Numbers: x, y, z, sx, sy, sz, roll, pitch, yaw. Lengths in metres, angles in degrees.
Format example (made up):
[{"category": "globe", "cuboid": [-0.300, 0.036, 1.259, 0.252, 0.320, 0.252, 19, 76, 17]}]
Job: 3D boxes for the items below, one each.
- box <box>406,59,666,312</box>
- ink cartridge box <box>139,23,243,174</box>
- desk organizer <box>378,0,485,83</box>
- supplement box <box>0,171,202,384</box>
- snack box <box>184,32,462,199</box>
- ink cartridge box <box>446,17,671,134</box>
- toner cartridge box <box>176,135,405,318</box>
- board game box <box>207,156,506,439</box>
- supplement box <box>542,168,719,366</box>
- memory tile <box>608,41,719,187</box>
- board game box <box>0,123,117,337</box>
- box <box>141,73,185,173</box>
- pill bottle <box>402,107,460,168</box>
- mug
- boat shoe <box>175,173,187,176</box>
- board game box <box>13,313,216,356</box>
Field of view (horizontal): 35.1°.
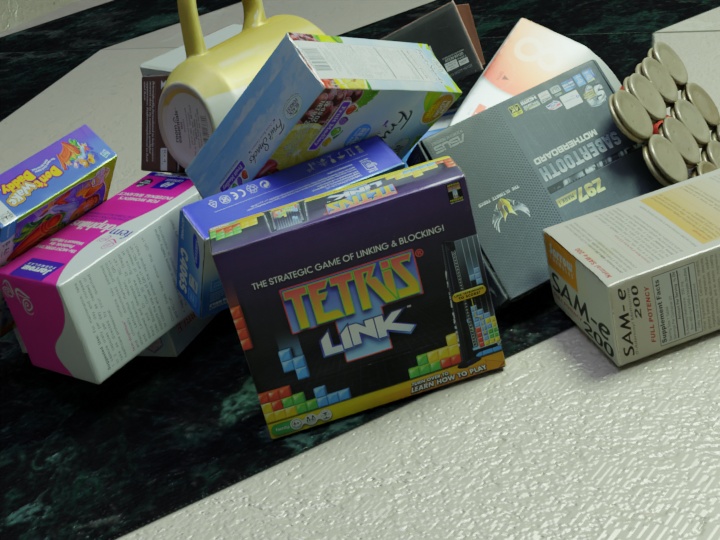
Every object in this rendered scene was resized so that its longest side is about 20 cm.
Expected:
[{"category": "box", "cuboid": [0.162, -0.077, 1.005, 0.198, 0.159, 0.051, -26, -9, -18]}, {"category": "ink cartridge box", "cuboid": [-0.153, -0.165, 1.328, 0.144, 0.202, 0.083, -32, 33, -34]}, {"category": "desk organizer", "cuboid": [0.031, -0.197, 1.160, 0.198, 0.072, 0.077, -24, 5, 22]}, {"category": "supplement box", "cuboid": [-0.211, 0.001, 1.032, 0.100, 0.105, 0.200, 8, 36, 38]}, {"category": "snack box", "cuboid": [-0.029, -0.123, 1.004, 0.199, 0.068, 0.169, -12, -28, -51]}, {"category": "ink cartridge box", "cuboid": [0.200, -0.136, 1.078, 0.198, 0.050, 0.163, 26, 62, 17]}, {"category": "toner cartridge box", "cuboid": [-0.058, -0.038, 0.961, 0.198, 0.096, 0.043, -24, 55, -29]}, {"category": "board game box", "cuboid": [0.000, 0.022, 0.882, 0.197, 0.167, 0.057, -18, 25, -3]}, {"category": "supplement box", "cuboid": [0.262, -0.011, 0.908, 0.197, 0.074, 0.126, -18, 25, -7]}, {"category": "memory tile", "cuboid": [0.297, -0.126, 1.053, 0.017, 0.154, 0.200, -37, 4, 38]}, {"category": "board game box", "cuboid": [-0.303, -0.029, 1.057, 0.045, 0.201, 0.134, 42, 52, 9]}, {"category": "box", "cuboid": [-0.137, -0.153, 1.228, 0.074, 0.102, 0.198, 6, 6, 43]}, {"category": "pill bottle", "cuboid": [0.106, -0.109, 1.161, 0.197, 0.114, 0.113, -11, 25, 8]}, {"category": "mug", "cuboid": [-0.122, -0.170, 1.096, 0.152, 0.187, 0.150, -27, -14, -43]}, {"category": "boat shoe", "cuboid": [-0.183, -0.067, 1.190, 0.198, 0.070, 0.074, 3, 29, 35]}, {"category": "board game box", "cuboid": [-0.220, 0.017, 1.171, 0.197, 0.042, 0.200, -1, 29, 28]}]
